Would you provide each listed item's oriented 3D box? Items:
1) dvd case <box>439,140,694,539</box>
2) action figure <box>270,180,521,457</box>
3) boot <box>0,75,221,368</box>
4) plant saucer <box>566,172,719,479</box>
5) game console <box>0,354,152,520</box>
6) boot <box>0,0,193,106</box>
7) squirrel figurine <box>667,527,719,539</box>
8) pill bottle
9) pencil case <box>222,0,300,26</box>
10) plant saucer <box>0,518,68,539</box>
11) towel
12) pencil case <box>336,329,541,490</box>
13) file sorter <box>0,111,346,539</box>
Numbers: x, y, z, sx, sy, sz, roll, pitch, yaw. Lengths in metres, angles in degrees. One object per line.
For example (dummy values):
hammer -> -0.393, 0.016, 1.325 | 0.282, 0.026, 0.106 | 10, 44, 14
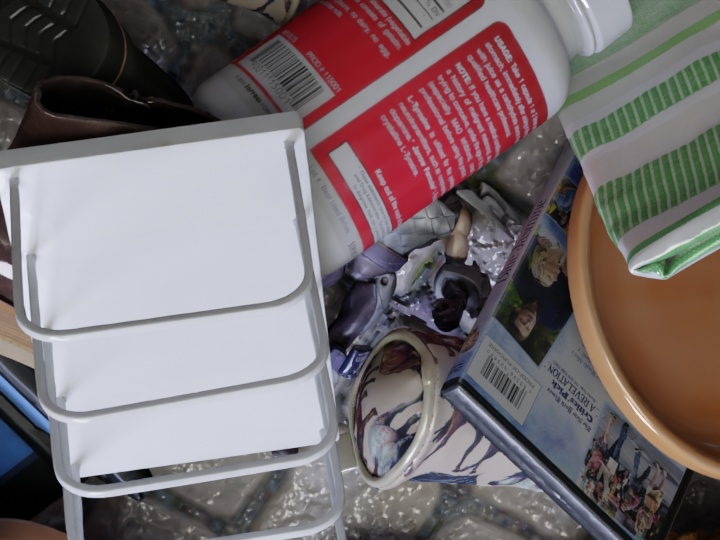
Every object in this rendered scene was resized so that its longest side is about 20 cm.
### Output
dvd case -> 0.128, 0.034, 1.359 | 0.143, 0.200, 0.018 | 44, 140, -18
action figure -> 0.000, 0.000, 1.404 | 0.130, 0.069, 0.200 | 37, 106, -6
boot -> -0.098, -0.007, 1.293 | 0.200, 0.072, 0.166 | 15, 135, -26
plant saucer -> 0.180, 0.011, 1.363 | 0.200, 0.200, 0.037 | 41, 148, -17
game console -> -0.231, 0.075, 1.415 | 0.200, 0.176, 0.116 | 46, 79, -19
boot -> -0.179, -0.125, 1.345 | 0.200, 0.138, 0.077 | 39, 92, 23
squirrel figurine -> 0.189, 0.226, 1.472 | 0.186, 0.142, 0.200 | 18, 120, -17
pill bottle -> 0.028, -0.096, 1.314 | 0.200, 0.112, 0.112 | -35, 112, -7
pencil case -> -0.108, -0.193, 1.305 | 0.200, 0.078, 0.089 | 22, 130, -10
plant saucer -> -0.151, 0.219, 1.454 | 0.200, 0.032, 0.200 | 26, 140, 24
towel -> 0.169, -0.088, 1.291 | 0.152, 0.200, 0.023 | -31, 127, 12
pencil case -> 0.085, 0.080, 1.388 | 0.200, 0.078, 0.089 | 9, 156, -35
file sorter -> -0.080, 0.050, 1.228 | 0.139, 0.125, 0.200 | -8, 131, -3
